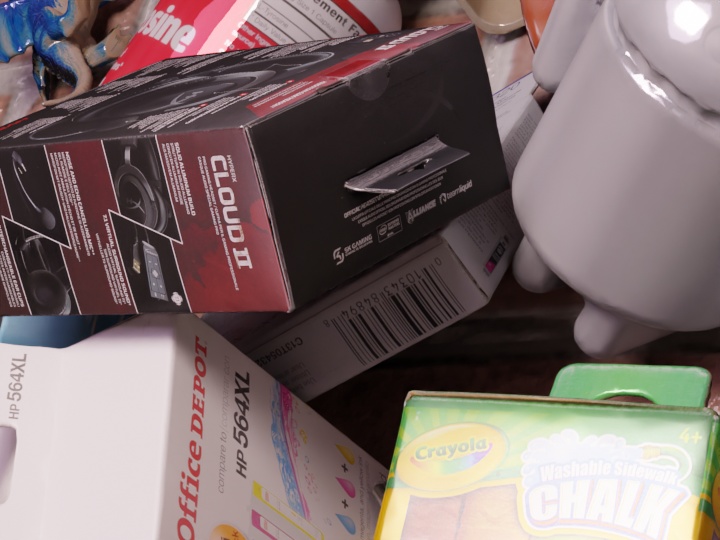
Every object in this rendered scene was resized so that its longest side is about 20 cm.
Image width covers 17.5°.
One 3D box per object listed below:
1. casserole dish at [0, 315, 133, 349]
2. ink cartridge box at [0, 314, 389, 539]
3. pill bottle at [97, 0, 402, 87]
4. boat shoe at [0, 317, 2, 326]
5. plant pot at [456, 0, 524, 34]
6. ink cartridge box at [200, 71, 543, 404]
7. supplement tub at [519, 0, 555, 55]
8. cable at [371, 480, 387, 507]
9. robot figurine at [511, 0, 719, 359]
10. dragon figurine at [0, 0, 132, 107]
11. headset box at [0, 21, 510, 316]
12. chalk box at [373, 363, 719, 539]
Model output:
[{"bbox_3d":[-0.114,0.043,1.089,0.039,0.201,0.122,5,55,16],"label":"casserole dish"},{"bbox_3d":[-0.081,0.118,0.967,0.125,0.200,0.129,-25,45,27],"label":"ink cartridge box"},{"bbox_3d":[-0.051,-0.114,1.196,0.201,0.112,0.112,-55,39,-6],"label":"pill bottle"},{"bbox_3d":[-0.170,0.054,1.223,0.072,0.061,0.202,37,99,8],"label":"boat shoe"},{"bbox_3d":[0.102,-0.270,1.124,0.199,0.200,0.178,-21,34,32],"label":"plant pot"},{"bbox_3d":[0.000,0.000,1.075,0.196,0.043,0.200,-31,11,30],"label":"ink cartridge box"},{"bbox_3d":[0.173,-0.136,0.999,0.199,0.107,0.108,-20,47,32],"label":"supplement tub"},{"bbox_3d":[0.068,0.153,0.941,0.096,0.050,0.201,-17,58,4],"label":"cable"},{"bbox_3d":[0.133,-0.057,0.928,0.170,0.113,0.201,45,131,22],"label":"robot figurine"},{"bbox_3d":[-0.188,-0.140,1.393,0.099,0.059,0.201,-27,43,27],"label":"dragon figurine"},{"bbox_3d":[-0.048,-0.041,0.950,0.199,0.078,0.149,-1,19,40],"label":"headset box"},{"bbox_3d":[0.080,0.119,0.844,0.124,0.124,0.201,0,63,26],"label":"chalk box"}]
